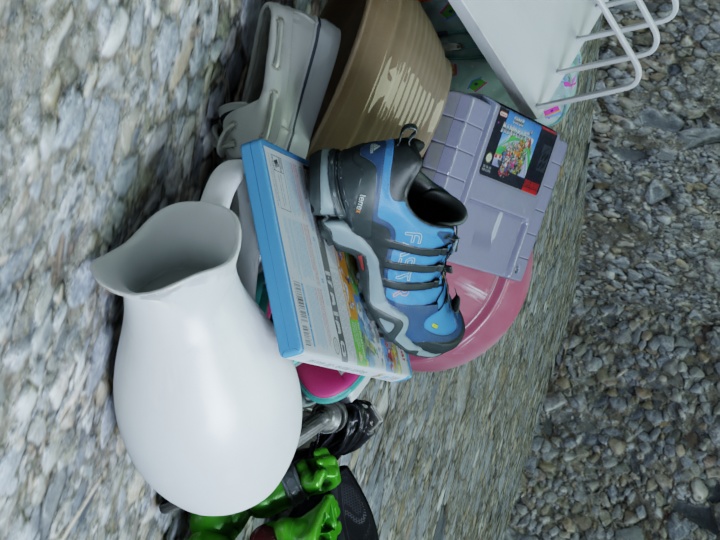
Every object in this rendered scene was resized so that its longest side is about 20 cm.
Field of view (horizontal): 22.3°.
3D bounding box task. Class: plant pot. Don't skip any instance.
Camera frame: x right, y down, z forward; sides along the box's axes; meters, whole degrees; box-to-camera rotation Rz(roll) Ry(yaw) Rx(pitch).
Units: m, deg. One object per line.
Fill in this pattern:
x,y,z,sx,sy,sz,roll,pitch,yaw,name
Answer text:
0.007,-0.129,1.371,0.201,0.093,0.201,-158,-90,-77,plant pot
0.026,-0.024,1.561,0.179,0.200,0.200,25,76,-62,plant pot

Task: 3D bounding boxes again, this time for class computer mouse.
-0.015,0.214,1.458,0.139,0.053,0.200,-45,-144,39,computer mouse

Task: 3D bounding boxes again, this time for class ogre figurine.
-0.084,0.228,1.377,0.098,0.120,0.200,37,55,-67,ogre figurine

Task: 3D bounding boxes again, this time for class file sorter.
0.186,-0.246,1.480,0.139,0.124,0.200,54,47,-27,file sorter

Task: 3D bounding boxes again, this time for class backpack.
0.093,-0.190,1.606,0.167,0.200,0.127,81,4,-65,backpack

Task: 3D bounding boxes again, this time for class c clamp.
-0.065,0.135,1.356,0.027,0.171,0.200,60,16,1,c clamp

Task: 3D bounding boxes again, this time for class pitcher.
-0.094,0.043,1.190,0.172,0.121,0.200,-53,144,-45,pitcher

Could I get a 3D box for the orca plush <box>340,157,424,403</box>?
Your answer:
0.000,0.000,1.412,0.105,0.071,0.200,26,83,-74,orca plush

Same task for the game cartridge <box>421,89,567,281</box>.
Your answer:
0.102,-0.064,1.438,0.200,0.038,0.130,13,100,-62,game cartridge

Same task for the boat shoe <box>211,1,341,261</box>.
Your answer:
-0.072,-0.097,1.286,0.072,0.066,0.200,-17,-128,67,boat shoe

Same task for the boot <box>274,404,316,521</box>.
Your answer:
-0.041,0.173,1.685,0.200,0.070,0.132,84,16,-66,boot

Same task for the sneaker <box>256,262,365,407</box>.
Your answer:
-0.035,0.033,1.325,0.200,0.121,0.084,-38,166,-45,sneaker

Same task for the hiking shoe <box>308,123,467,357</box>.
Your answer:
0.038,-0.011,1.247,0.200,0.087,0.075,55,27,-43,hiking shoe

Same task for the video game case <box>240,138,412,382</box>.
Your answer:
-0.020,-0.002,1.240,0.200,0.018,0.143,19,56,-66,video game case

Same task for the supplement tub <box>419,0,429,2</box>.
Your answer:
0.040,-0.323,1.464,0.200,0.122,0.123,89,17,-46,supplement tub
